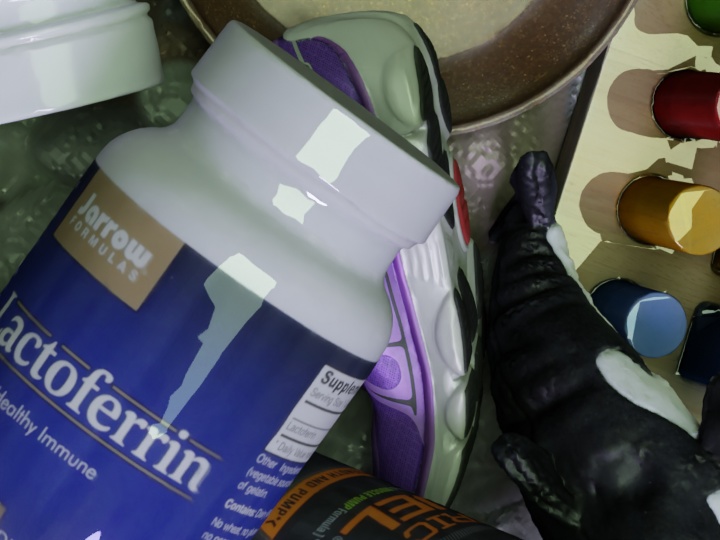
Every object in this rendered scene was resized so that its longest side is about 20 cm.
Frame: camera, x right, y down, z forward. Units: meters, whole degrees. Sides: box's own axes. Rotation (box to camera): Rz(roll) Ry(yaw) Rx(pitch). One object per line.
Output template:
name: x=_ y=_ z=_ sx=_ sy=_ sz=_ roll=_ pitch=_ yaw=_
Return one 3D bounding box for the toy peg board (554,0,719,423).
toy peg board: x=0.182 y=-0.021 z=1.031 sx=0.200 sy=0.098 sz=0.200 roll=18 pitch=90 yaw=-13

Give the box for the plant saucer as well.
plant saucer: x=0.015 y=-0.150 z=1.013 sx=0.200 sy=0.037 sz=0.201 roll=-1 pitch=95 yaw=-13

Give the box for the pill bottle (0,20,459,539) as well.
pill bottle: x=-0.061 y=0.026 z=0.895 sx=0.116 sy=0.116 sz=0.200 roll=34 pitch=94 yaw=-13

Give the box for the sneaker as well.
sneaker: x=0.000 y=0.000 z=0.999 sx=0.083 sy=0.081 sz=0.200 roll=-6 pitch=113 yaw=12

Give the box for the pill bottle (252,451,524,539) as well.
pill bottle: x=0.019 y=0.134 z=0.945 sx=0.106 sy=0.200 sz=0.106 roll=-30 pitch=129 yaw=-44

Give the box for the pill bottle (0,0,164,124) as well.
pill bottle: x=-0.128 y=-0.154 z=0.939 sx=0.111 sy=0.111 sz=0.201 roll=-13 pitch=97 yaw=-12

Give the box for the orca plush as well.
orca plush: x=0.079 y=0.052 z=0.966 sx=0.071 sy=0.105 sz=0.201 roll=3 pitch=69 yaw=-48
